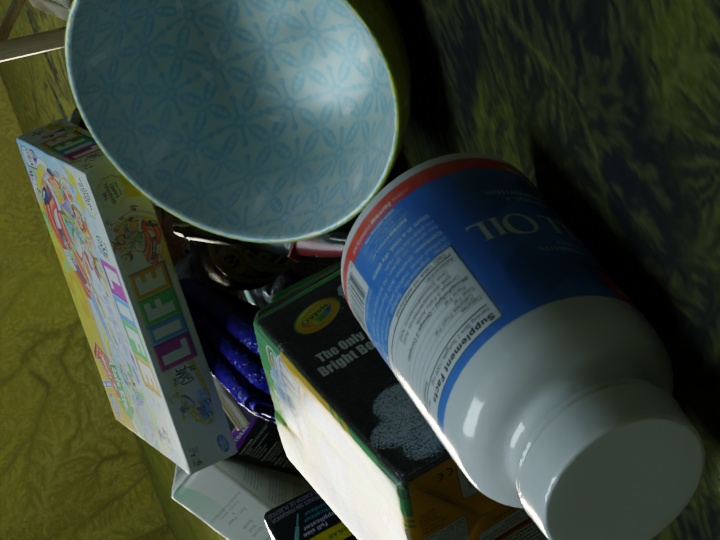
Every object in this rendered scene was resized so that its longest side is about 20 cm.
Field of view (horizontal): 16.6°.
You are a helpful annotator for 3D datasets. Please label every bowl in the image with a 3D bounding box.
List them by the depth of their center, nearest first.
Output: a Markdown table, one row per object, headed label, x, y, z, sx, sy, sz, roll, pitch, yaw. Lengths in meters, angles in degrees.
| label | x | y | z | sx | sy | sz | roll | pitch | yaw |
| --- | --- | --- | --- | --- | --- | --- | --- | --- | --- |
| bowl | -0.053 | -0.126 | 1.378 | 0.108 | 0.200 | 0.200 | -56 | -44 | -49 |

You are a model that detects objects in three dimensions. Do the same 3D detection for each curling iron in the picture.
| label | x | y | z | sx | sy | sz | roll | pitch | yaw |
| --- | --- | --- | --- | --- | --- | --- | --- | --- | --- |
| curling iron | -0.028 | -0.010 | 1.465 | 0.200 | 0.026 | 0.050 | 10 | 136 | 26 |

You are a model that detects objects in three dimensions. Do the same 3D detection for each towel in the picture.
| label | x | y | z | sx | sy | sz | roll | pitch | yaw |
| --- | --- | --- | --- | --- | --- | --- | --- | --- | --- |
| towel | -0.023 | 0.075 | 1.534 | 0.200 | 0.050 | 0.148 | 27 | -177 | -37 |

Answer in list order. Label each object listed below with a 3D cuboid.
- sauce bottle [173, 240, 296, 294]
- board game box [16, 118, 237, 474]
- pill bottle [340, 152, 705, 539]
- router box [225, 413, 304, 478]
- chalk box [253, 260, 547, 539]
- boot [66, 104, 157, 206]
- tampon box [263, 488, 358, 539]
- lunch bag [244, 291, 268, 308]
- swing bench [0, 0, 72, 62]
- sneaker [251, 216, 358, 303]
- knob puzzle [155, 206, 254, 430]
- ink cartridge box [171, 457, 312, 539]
| label | x | y | z | sx | sy | sz | roll | pitch | yaw |
| --- | --- | --- | --- | --- | --- | --- | --- | --- | --- |
| sauce bottle | -0.059 | -0.027 | 1.537 | 0.200 | 0.065 | 0.065 | -41 | 70 | 45 |
| board game box | -0.144 | 0.014 | 1.502 | 0.134 | 0.034 | 0.200 | 24 | 135 | 62 |
| pill bottle | 0.078 | 0.041 | 1.154 | 0.200 | 0.112 | 0.112 | 54 | 164 | 46 |
| router box | -0.079 | 0.081 | 1.933 | 0.149 | 0.051 | 0.200 | 19 | -155 | -39 |
| chalk box | 0.026 | 0.068 | 1.365 | 0.200 | 0.125 | 0.124 | 47 | 158 | 41 |
| boot | -0.137 | -0.076 | 1.541 | 0.200 | 0.096 | 0.074 | 165 | 120 | -72 |
| tampon box | 0.051 | 0.223 | 1.565 | 0.200 | 0.150 | 0.126 | 52 | 164 | 52 |
| lunch bag | -0.034 | 0.045 | 1.790 | 0.200 | 0.077 | 0.160 | 55 | 165 | 44 |
| swing bench | -0.206 | -0.259 | 1.753 | 0.130 | 0.200 | 0.199 | -75 | -22 | -46 |
| sneaker | 0.000 | 0.000 | 1.555 | 0.200 | 0.080 | 0.089 | 32 | 111 | 53 |
| knob puzzle | -0.108 | -0.001 | 1.698 | 0.220 | 0.030 | 0.220 | 55 | -167 | -19 |
| ink cartridge box | -0.054 | 0.184 | 1.920 | 0.200 | 0.050 | 0.161 | 41 | -164 | -14 |
